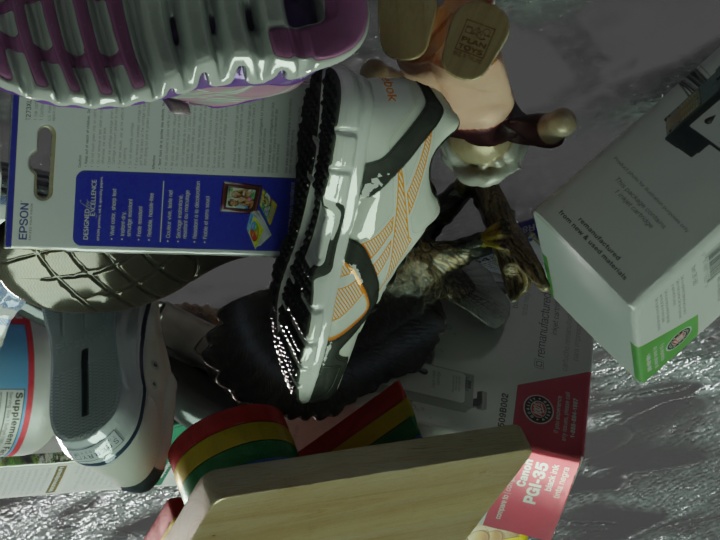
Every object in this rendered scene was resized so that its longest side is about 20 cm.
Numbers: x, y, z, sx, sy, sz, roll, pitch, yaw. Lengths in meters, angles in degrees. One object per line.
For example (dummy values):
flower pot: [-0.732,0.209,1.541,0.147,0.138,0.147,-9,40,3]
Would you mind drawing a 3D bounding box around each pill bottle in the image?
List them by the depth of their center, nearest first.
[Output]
pill bottle: [-0.255,0.064,1.610,0.199,0.109,0.109,0,158,-25]

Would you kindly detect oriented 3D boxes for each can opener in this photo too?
can opener: [-0.148,0.034,1.548,0.199,0.067,0.053,30,115,-18]

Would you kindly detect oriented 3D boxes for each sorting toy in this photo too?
sorting toy: [-0.035,0.138,1.447,0.199,0.070,0.199,-6,148,-29]

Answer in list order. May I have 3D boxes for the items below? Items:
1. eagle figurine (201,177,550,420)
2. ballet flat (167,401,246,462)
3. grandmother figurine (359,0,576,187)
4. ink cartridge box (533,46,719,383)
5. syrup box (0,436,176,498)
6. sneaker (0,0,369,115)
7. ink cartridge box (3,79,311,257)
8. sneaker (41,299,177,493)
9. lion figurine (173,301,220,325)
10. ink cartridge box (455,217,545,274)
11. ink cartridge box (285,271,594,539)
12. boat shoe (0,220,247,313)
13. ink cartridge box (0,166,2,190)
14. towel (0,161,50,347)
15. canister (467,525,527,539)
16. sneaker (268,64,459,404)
eagle figurine: [-0.003,-0.007,1.507,0.199,0.152,0.152,-23,-174,2]
ballet flat: [-0.084,0.076,1.645,0.199,0.075,0.074,-12,162,-19]
grandmother figurine: [0.062,-0.096,1.398,0.121,0.061,0.200,27,170,14]
ink cartridge box: [0.201,-0.047,1.428,0.200,0.084,0.146,-41,160,-7]
syrup box: [-0.190,0.109,1.802,0.199,0.079,0.081,-3,159,-18]
sneaker: [-0.099,-0.112,1.263,0.199,0.081,0.088,-5,167,-14]
ink cartridge box: [-0.093,-0.057,1.366,0.199,0.095,0.037,1,-170,-19]
sneaker: [-0.142,0.044,1.473,0.073,0.201,0.071,-17,134,18]
lion figurine: [-0.064,0.070,1.731,0.199,0.073,0.123,9,160,-13]
ink cartridge box: [0.060,0.015,1.715,0.199,0.041,0.200,-16,158,19]
ink cartridge box: [0.037,0.069,1.571,0.199,0.147,0.083,14,135,-3]
boat shoe: [-0.113,-0.033,1.431,0.199,0.073,0.075,-14,126,-14]
ink cartridge box: [-0.291,-0.028,1.331,0.199,0.085,0.146,-3,140,-14]
towel: [-0.259,0.011,1.465,0.146,0.024,0.200,11,127,-32]
canister: [0.003,0.169,1.634,0.199,0.087,0.149,-5,119,-12]
sneaker: [0.002,-0.013,1.340,0.080,0.074,0.201,0,125,-21]
